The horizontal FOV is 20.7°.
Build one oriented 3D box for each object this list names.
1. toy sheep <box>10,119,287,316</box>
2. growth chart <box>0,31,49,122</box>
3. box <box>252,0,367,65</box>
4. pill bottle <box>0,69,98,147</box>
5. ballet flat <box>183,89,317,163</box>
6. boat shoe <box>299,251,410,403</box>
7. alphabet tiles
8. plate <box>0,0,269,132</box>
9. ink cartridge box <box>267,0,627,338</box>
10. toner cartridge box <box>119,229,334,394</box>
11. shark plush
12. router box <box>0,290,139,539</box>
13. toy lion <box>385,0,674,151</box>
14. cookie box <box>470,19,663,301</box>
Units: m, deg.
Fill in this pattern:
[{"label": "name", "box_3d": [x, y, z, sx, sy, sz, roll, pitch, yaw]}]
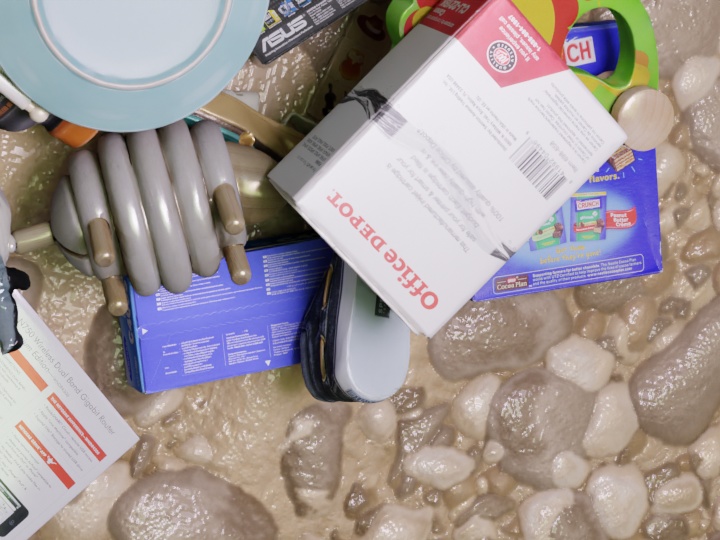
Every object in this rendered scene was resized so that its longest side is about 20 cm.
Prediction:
[{"label": "toy sheep", "box_3d": [-0.147, -0.042, 1.380, 0.199, 0.138, 0.138, -11, 102, -9]}, {"label": "growth chart", "box_3d": [-0.187, -0.195, 1.297, 0.200, 0.018, 0.145, -46, 115, -2]}, {"label": "box", "box_3d": [-0.044, -0.276, 1.406, 0.200, 0.048, 0.193, -31, 109, 18]}, {"label": "pill bottle", "box_3d": [-0.256, -0.165, 1.348, 0.200, 0.106, 0.106, 35, 84, -24]}, {"label": "ballet flat", "box_3d": [-0.075, -0.097, 1.469, 0.200, 0.069, 0.063, 28, 59, -25]}, {"label": "boat shoe", "box_3d": [0.000, 0.000, 1.455, 0.071, 0.091, 0.201, 17, 76, -26]}, {"label": "alphabet tiles", "box_3d": [0.060, -0.123, 1.546, 0.200, 0.008, 0.168, 27, 87, -24]}, {"label": "plate", "box_3d": [-0.151, -0.187, 1.290, 0.200, 0.026, 0.201, -5, 107, -19]}, {"label": "ink cartridge box", "box_3d": [0.058, -0.077, 1.353, 0.200, 0.084, 0.144, -45, 112, -2]}, {"label": "toner cartridge box", "box_3d": [-0.081, 0.027, 1.487, 0.199, 0.043, 0.095, -10, 101, -22]}, {"label": "shark plush", "box_3d": [-0.283, -0.035, 1.357, 0.083, 0.091, 0.200, -29, 94, -1]}, {"label": "router box", "box_3d": [-0.288, 0.104, 1.406, 0.179, 0.049, 0.200, -41, 111, -13]}, {"label": "toy lion", "box_3d": [0.119, -0.162, 1.424, 0.200, 0.069, 0.192, -17, 116, -15]}, {"label": "cookie box", "box_3d": [0.144, -0.090, 1.541, 0.171, 0.075, 0.201, -8, 101, -20]}]
